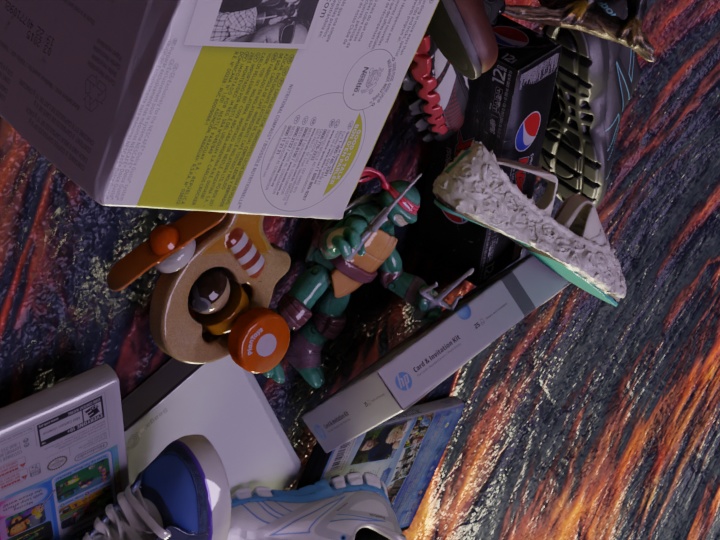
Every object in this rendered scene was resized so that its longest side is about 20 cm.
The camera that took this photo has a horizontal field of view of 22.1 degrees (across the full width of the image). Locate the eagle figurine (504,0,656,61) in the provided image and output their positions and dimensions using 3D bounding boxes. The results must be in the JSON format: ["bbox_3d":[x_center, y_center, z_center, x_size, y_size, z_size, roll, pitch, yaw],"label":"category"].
[{"bbox_3d":[0.211,-0.260,1.350,0.151,0.151,0.202,-6,124,-44],"label":"eagle figurine"}]

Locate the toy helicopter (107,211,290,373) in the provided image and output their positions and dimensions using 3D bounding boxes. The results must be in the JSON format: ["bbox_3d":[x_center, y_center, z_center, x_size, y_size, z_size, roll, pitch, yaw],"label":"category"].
[{"bbox_3d":[-0.098,-0.030,1.309,0.132,0.079,0.202,15,99,-42],"label":"toy helicopter"}]

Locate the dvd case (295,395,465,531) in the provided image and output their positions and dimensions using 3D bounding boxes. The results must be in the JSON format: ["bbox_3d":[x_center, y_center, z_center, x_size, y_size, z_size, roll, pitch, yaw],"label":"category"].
[{"bbox_3d":[0.006,0.186,1.613,0.199,0.017,0.144,-9,128,-53],"label":"dvd case"}]

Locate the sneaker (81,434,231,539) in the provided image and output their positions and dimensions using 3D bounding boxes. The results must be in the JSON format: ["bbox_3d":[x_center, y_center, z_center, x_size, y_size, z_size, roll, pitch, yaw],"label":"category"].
[{"bbox_3d":[-0.184,0.212,1.331,0.146,0.081,0.201,-13,142,-40],"label":"sneaker"}]

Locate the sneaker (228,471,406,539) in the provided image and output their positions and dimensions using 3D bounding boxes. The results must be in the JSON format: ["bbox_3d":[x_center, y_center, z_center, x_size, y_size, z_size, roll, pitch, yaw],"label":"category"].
[{"bbox_3d":[-0.051,0.221,1.487,0.198,0.087,0.076,-12,128,-24],"label":"sneaker"}]

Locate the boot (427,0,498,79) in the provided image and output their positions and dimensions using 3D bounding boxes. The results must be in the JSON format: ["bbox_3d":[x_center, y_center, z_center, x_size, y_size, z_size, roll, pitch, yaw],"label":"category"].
[{"bbox_3d":[0.124,-0.237,1.228,0.198,0.190,0.069,-16,163,-9],"label":"boot"}]

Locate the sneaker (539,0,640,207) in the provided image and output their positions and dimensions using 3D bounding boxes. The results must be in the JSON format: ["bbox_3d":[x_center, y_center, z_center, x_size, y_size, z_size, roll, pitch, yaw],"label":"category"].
[{"bbox_3d":[0.197,-0.133,1.512,0.079,0.075,0.201,-30,140,-29],"label":"sneaker"}]

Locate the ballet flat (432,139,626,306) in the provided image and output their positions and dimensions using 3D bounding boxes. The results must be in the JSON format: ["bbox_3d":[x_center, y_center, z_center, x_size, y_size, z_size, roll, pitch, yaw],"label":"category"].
[{"bbox_3d":[0.142,-0.037,1.397,0.199,0.072,0.072,28,100,-33],"label":"ballet flat"}]

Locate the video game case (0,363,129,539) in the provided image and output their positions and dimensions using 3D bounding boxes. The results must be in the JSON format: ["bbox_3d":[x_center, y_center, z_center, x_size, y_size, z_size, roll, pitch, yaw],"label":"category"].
[{"bbox_3d":[-0.258,0.170,1.310,0.199,0.024,0.183,-24,140,-24],"label":"video game case"}]

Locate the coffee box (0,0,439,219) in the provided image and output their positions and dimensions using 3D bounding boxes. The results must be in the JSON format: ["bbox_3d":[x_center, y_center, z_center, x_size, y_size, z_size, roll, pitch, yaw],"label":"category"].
[{"bbox_3d":[-0.095,-0.165,1.066,0.197,0.199,0.201,1,120,-47],"label":"coffee box"}]

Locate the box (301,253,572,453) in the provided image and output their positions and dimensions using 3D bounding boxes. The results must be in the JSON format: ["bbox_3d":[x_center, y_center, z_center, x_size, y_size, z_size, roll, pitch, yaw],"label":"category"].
[{"bbox_3d":[0.061,0.063,1.480,0.199,0.041,0.156,-36,180,-29],"label":"box"}]

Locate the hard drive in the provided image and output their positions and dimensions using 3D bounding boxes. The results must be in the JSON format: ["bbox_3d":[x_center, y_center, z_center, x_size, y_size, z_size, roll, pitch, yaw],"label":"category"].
[{"bbox_3d":[-0.125,0.144,1.451,0.132,0.026,0.201,-41,143,-14],"label":"hard drive"}]

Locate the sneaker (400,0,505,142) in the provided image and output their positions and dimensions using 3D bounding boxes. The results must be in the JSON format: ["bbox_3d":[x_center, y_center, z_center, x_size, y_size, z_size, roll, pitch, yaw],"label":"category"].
[{"bbox_3d":[0.063,-0.175,1.322,0.097,0.071,0.201,-22,138,-6],"label":"sneaker"}]

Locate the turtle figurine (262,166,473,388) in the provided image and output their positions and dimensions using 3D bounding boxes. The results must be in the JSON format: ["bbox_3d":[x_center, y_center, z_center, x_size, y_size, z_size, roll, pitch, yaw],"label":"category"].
[{"bbox_3d":[0.000,0.000,1.398,0.149,0.101,0.200,26,114,-42],"label":"turtle figurine"}]

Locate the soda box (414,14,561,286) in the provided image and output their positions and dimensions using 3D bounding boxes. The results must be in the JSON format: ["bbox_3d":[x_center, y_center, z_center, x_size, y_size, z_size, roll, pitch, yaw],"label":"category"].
[{"bbox_3d":[0.098,-0.093,1.439,0.063,0.070,0.202,-30,140,-42],"label":"soda box"}]
